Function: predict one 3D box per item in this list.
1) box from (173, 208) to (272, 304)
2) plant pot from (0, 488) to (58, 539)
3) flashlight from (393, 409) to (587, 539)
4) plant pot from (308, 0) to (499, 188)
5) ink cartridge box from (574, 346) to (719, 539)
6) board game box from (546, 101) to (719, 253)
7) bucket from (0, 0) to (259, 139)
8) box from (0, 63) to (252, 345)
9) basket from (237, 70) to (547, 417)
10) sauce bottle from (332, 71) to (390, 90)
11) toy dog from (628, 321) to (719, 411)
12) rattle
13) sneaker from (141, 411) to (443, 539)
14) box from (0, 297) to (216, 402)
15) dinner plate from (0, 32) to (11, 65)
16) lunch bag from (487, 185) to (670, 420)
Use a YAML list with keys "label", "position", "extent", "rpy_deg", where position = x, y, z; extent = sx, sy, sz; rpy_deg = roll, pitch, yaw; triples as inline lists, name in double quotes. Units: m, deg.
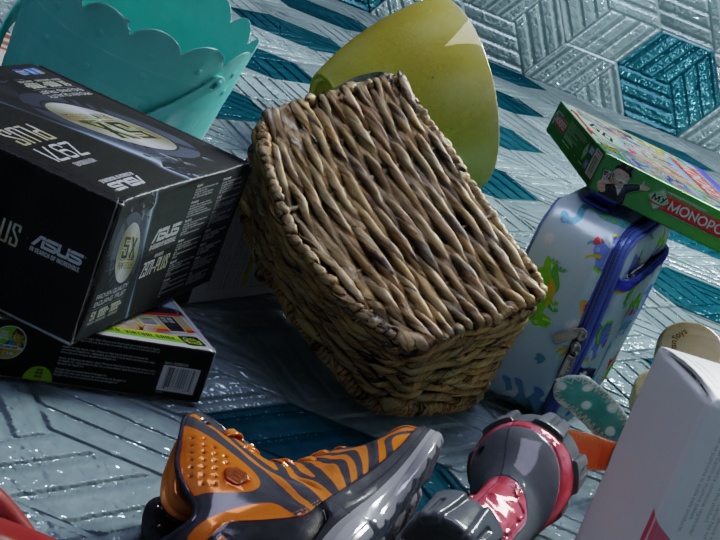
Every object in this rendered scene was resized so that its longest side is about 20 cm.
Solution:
- label: "box"
  position: [-0.083, -0.028, 1.104]
  extent: [0.049, 0.083, 0.200]
  rpy_deg: [28, 16, 26]
- label: "plant pot"
  position: [-0.108, 0.135, 0.315]
  extent: [0.200, 0.202, 0.182]
  rpy_deg: [7, 18, -41]
- label: "flashlight"
  position: [0.069, 0.124, 0.820]
  extent: [0.068, 0.068, 0.200]
  rpy_deg: [37, 17, 13]
- label: "plant pot"
  position: [0.031, -0.163, 1.557]
  extent: [0.141, 0.201, 0.200]
  rpy_deg: [-14, 30, -20]
- label: "ink cartridge box"
  position: [0.231, 0.142, 0.835]
  extent: [0.199, 0.146, 0.085]
  rpy_deg: [18, 14, -15]
- label: "board game box"
  position: [0.214, -0.067, 1.146]
  extent: [0.134, 0.029, 0.200]
  rpy_deg: [24, 14, -9]
- label: "bucket"
  position: [-0.201, -0.176, 1.295]
  extent: [0.206, 0.135, 0.207]
  rpy_deg: [24, 21, -10]
- label: "box"
  position: [-0.179, -0.047, 0.899]
  extent: [0.163, 0.087, 0.200]
  rpy_deg: [25, 16, 12]
- label: "basket"
  position: [0.000, 0.000, 1.013]
  extent: [0.142, 0.149, 0.201]
  rpy_deg: [-21, 66, -28]
- label: "sauce bottle"
  position: [0.031, -0.049, 1.161]
  extent: [0.064, 0.201, 0.065]
  rpy_deg: [-16, 30, 10]
- label: "toy dog"
  position: [0.287, 0.106, 1.114]
  extent: [0.199, 0.097, 0.132]
  rpy_deg: [-3, -35, 21]
- label: "rattle"
  position: [0.217, 0.126, 1.022]
  extent: [0.199, 0.131, 0.143]
  rpy_deg: [-3, 0, 12]
- label: "sneaker"
  position: [-0.033, 0.101, 0.750]
  extent: [0.112, 0.078, 0.200]
  rpy_deg: [26, 16, 13]
- label: "box"
  position: [-0.192, 0.023, 0.875]
  extent: [0.199, 0.035, 0.110]
  rpy_deg: [11, 18, -33]
- label: "dinner plate"
  position: [-0.337, -0.191, 1.416]
  extent: [0.199, 0.024, 0.200]
  rpy_deg: [21, 15, -6]
- label: "lunch bag"
  position: [0.161, 0.016, 1.132]
  extent: [0.082, 0.162, 0.200]
  rpy_deg: [25, 15, 15]
